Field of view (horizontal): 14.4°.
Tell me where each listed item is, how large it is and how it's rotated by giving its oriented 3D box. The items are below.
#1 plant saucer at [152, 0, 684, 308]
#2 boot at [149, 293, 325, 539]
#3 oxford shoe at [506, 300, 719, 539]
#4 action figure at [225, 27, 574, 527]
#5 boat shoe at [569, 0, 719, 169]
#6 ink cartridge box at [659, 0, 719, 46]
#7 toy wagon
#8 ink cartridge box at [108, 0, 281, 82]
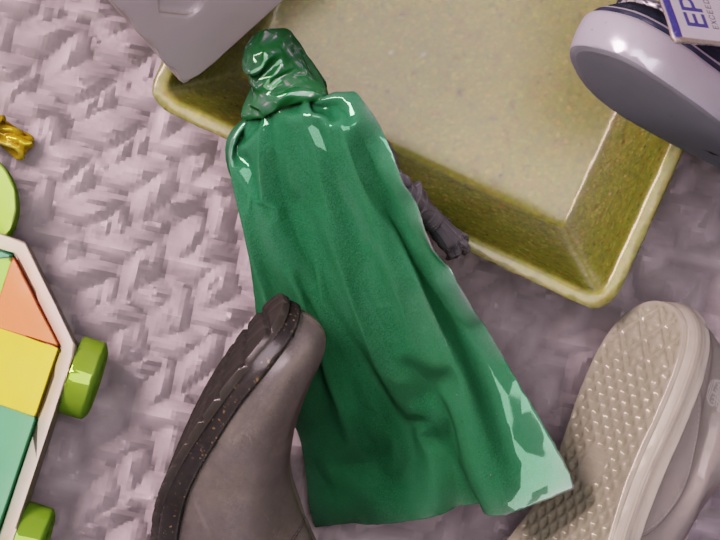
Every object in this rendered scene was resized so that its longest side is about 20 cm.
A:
[{"bbox_3d":[0.047,-0.113,1.129,0.199,0.048,0.201,25,87,0],"label":"plant saucer"},{"bbox_3d":[-0.020,0.114,1.089,0.130,0.068,0.200,24,113,-2],"label":"boot"},{"bbox_3d":[0.096,0.110,1.112,0.058,0.075,0.200,28,88,-36],"label":"oxford shoe"},{"bbox_3d":[0.000,0.000,1.083,0.118,0.055,0.201,-12,111,27],"label":"action figure"},{"bbox_3d":[0.160,-0.081,1.080,0.200,0.071,0.091,27,85,-43],"label":"boat shoe"},{"bbox_3d":[0.168,-0.135,1.054,0.199,0.043,0.197,3,50,-23],"label":"ink cartridge box"},{"bbox_3d":[-0.180,0.031,1.118,0.155,0.040,0.201,18,87,-1],"label":"toy wagon"},{"bbox_3d":[-0.110,-0.184,1.053,0.084,0.145,0.200,-40,71,0],"label":"ink cartridge box"}]
